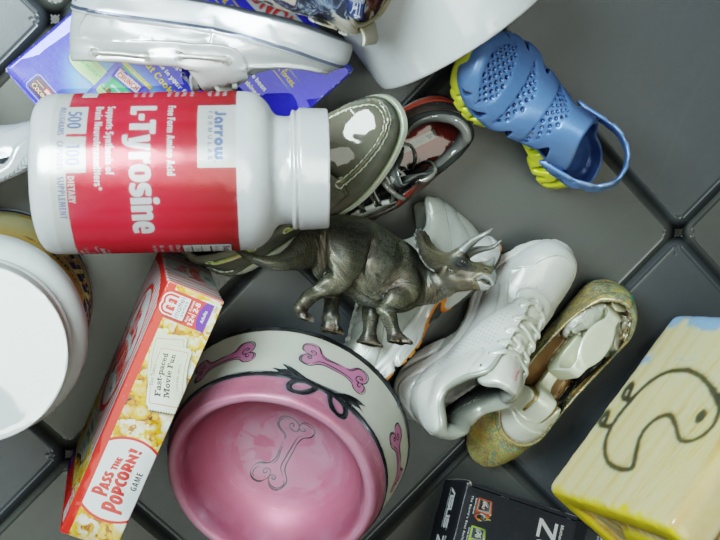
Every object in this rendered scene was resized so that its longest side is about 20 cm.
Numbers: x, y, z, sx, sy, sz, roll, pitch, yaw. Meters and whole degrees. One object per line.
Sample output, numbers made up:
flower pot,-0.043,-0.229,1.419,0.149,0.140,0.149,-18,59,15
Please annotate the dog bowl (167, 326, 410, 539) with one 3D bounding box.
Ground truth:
dog bowl,-0.064,0.148,0.972,0.200,0.074,0.200,5,119,8

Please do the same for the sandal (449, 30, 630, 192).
sandal,0.149,-0.121,0.961,0.200,0.087,0.080,30,89,-42

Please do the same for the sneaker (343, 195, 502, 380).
sneaker,0.019,0.023,1.014,0.092,0.076,0.200,45,82,-8

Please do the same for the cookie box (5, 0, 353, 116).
cookie box,-0.136,-0.153,0.942,0.200,0.075,0.171,-40,105,-1

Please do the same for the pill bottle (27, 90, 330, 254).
pill bottle,-0.122,-0.069,0.856,0.200,0.112,0.112,-2,101,-4

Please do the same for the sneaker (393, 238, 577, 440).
sneaker,0.120,0.065,1.016,0.078,0.099,0.200,36,95,-29

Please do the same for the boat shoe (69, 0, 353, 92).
boat shoe,-0.107,-0.158,0.877,0.200,0.074,0.065,11,103,-4

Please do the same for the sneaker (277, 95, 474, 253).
sneaker,0.005,-0.075,0.980,0.200,0.082,0.077,-37,105,-2

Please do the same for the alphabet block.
alphabet block,0.318,0.174,1.012,0.196,0.195,0.200,42,76,-13

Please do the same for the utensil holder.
utensil holder,0.025,-0.260,0.909,0.170,0.170,0.200,-36,108,-3

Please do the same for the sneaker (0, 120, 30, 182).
sneaker,-0.328,-0.110,0.901,0.200,0.075,0.115,-11,103,6

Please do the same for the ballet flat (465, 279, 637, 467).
ballet flat,0.165,0.092,1.051,0.071,0.071,0.200,40,91,-15

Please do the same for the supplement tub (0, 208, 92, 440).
supplement tub,-0.269,0.037,0.887,0.144,0.200,0.144,-2,101,-11

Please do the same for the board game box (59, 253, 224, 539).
board game box,-0.169,0.091,0.943,0.046,0.152,0.200,23,95,-14

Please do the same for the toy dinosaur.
toy dinosaur,0.000,0.000,0.942,0.200,0.077,0.102,15,78,-12

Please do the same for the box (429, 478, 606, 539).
box,0.124,0.296,1.050,0.161,0.049,0.200,23,74,-22

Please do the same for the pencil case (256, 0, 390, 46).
pencil case,-0.073,-0.216,0.827,0.200,0.078,0.089,17,105,17

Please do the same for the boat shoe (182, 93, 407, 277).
boat shoe,-0.051,-0.065,0.941,0.202,0.060,0.072,-37,75,17
